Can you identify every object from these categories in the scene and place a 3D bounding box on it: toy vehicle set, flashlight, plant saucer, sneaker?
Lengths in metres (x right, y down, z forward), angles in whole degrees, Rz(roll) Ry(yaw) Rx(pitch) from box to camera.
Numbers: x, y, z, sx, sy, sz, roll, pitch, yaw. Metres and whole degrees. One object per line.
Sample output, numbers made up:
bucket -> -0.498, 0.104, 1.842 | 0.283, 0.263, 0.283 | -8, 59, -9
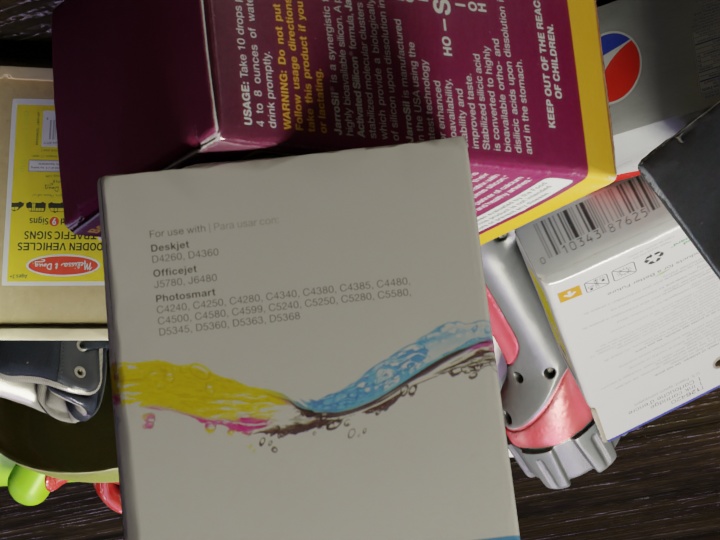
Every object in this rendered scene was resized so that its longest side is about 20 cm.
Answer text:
toy vehicle set -> -0.135, -0.032, 1.070 | 0.199, 0.125, 0.026 | 1, -167, -23
flashlight -> 0.076, 0.025, 1.279 | 0.068, 0.200, 0.068 | -39, -152, -11
plant saucer -> -0.110, 0.050, 1.288 | 0.199, 0.200, 0.031 | -11, 125, 19
sneaker -> -0.107, -0.001, 1.157 | 0.201, 0.147, 0.077 | -4, 164, -12

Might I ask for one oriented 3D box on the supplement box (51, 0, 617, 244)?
supplement box -> -0.012, -0.073, 0.992 | 0.199, 0.104, 0.131 | 4, 163, -34

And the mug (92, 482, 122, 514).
mug -> -0.048, 0.099, 1.401 | 0.177, 0.133, 0.201 | 2, 123, -60

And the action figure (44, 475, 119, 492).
action figure -> -0.077, 0.106, 1.317 | 0.199, 0.066, 0.052 | 4, -179, 9

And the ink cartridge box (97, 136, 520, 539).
ink cartridge box -> -0.019, 0.069, 0.931 | 0.145, 0.201, 0.147 | -7, 165, -1

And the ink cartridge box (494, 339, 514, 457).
ink cartridge box -> 0.071, 0.026, 1.328 | 0.199, 0.050, 0.162 | 3, 119, -33

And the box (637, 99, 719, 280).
box -> 0.259, -0.041, 1.025 | 0.198, 0.124, 0.200 | -40, 153, 16

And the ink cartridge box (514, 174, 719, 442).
ink cartridge box -> 0.188, -0.006, 1.202 | 0.197, 0.047, 0.200 | -26, 153, 0

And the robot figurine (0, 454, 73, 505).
robot figurine -> -0.202, 0.073, 1.451 | 0.199, 0.116, 0.175 | -2, -167, -13

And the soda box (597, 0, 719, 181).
soda box -> 0.104, -0.077, 1.098 | 0.199, 0.064, 0.068 | -16, 163, 35
